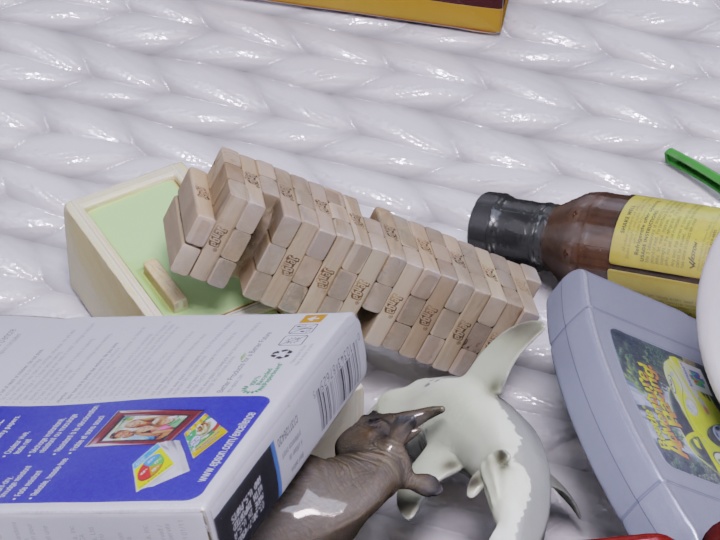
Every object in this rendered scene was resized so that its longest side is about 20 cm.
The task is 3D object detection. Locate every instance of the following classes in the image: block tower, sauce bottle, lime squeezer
[{"bbox_3d":[0.000,0.000,1.134,0.199,0.054,0.058,20,26,-20],"label":"block tower"},{"bbox_3d":[0.155,-0.011,1.194,0.199,0.065,0.065,12,43,27],"label":"sauce bottle"},{"bbox_3d":[0.226,-0.007,1.239,0.070,0.038,0.200,-25,42,17],"label":"lime squeezer"}]

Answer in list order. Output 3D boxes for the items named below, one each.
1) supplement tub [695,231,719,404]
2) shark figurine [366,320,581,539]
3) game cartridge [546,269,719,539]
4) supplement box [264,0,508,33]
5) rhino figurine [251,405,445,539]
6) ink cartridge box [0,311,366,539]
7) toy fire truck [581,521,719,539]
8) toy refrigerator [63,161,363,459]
[{"bbox_3d":[0.277,0.013,1.071,0.200,0.145,0.145,-14,43,-41],"label":"supplement tub"},{"bbox_3d":[0.076,0.117,1.060,0.128,0.089,0.215,-39,34,19],"label":"shark figurine"},{"bbox_3d":[0.162,0.086,1.082,0.133,0.041,0.200,18,35,-31],"label":"game cartridge"},{"bbox_3d":[0.011,-0.281,1.390,0.196,0.201,0.133,9,44,7],"label":"supplement box"},{"bbox_3d":[-0.036,0.115,1.025,0.200,0.060,0.087,-29,16,-26],"label":"rhino figurine"},{"bbox_3d":[-0.121,0.076,1.001,0.199,0.047,0.198,-4,23,21],"label":"ink cartridge box"},{"bbox_3d":[0.133,0.187,0.929,0.199,0.112,0.169,-8,60,2],"label":"toy fire truck"},{"bbox_3d":[-0.080,0.031,1.155,0.076,0.070,0.200,-21,48,-22],"label":"toy refrigerator"}]
